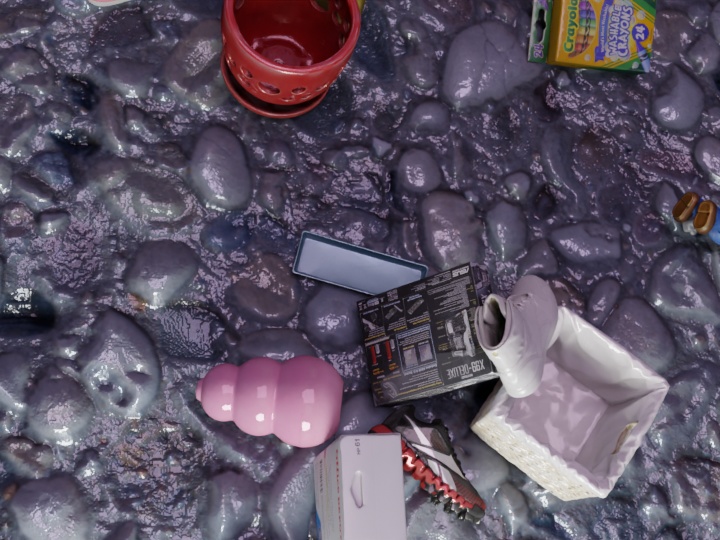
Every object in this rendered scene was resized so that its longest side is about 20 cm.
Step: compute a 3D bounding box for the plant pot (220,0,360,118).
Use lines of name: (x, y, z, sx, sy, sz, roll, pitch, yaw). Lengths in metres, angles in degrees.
plant pot: (-0.111, -0.340, 1.591, 0.199, 0.183, 0.202, 3, 72, -10)

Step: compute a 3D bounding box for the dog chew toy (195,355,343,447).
dog chew toy: (-0.125, 0.174, 1.460, 0.198, 0.125, 0.126, 6, 71, -1)

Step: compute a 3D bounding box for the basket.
basket: (0.287, 0.194, 1.513, 0.199, 0.161, 0.199, 36, 69, 1)

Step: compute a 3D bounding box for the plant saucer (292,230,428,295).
plant saucer: (0.000, 0.000, 1.593, 0.198, 0.019, 0.070, 16, 70, -6)

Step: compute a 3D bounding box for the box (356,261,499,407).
box: (0.098, 0.093, 1.498, 0.050, 0.199, 0.159, 13, 62, -54)

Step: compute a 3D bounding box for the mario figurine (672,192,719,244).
mario figurine: (0.580, -0.045, 1.682, 0.199, 0.106, 0.124, 21, 47, -28)

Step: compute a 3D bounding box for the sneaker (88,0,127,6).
sneaker: (-0.329, -0.474, 1.633, 0.199, 0.105, 0.076, -23, 76, -19)

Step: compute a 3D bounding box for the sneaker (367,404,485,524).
sneaker: (0.108, 0.266, 1.500, 0.200, 0.071, 0.098, 41, 71, 5)

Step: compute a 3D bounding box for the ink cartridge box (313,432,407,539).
ink cartridge box: (-0.003, 0.300, 1.396, 0.084, 0.200, 0.146, 0, 72, -11)

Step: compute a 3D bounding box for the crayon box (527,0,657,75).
crayon box: (0.383, -0.398, 1.762, 0.198, 0.052, 0.127, 4, 94, -10)

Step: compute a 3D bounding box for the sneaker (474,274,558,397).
sneaker: (0.208, 0.056, 1.428, 0.116, 0.073, 0.201, 54, 34, -34)

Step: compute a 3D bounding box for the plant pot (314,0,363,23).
plant pot: (-0.060, -0.508, 1.648, 0.193, 0.200, 0.197, 19, 70, -5)
